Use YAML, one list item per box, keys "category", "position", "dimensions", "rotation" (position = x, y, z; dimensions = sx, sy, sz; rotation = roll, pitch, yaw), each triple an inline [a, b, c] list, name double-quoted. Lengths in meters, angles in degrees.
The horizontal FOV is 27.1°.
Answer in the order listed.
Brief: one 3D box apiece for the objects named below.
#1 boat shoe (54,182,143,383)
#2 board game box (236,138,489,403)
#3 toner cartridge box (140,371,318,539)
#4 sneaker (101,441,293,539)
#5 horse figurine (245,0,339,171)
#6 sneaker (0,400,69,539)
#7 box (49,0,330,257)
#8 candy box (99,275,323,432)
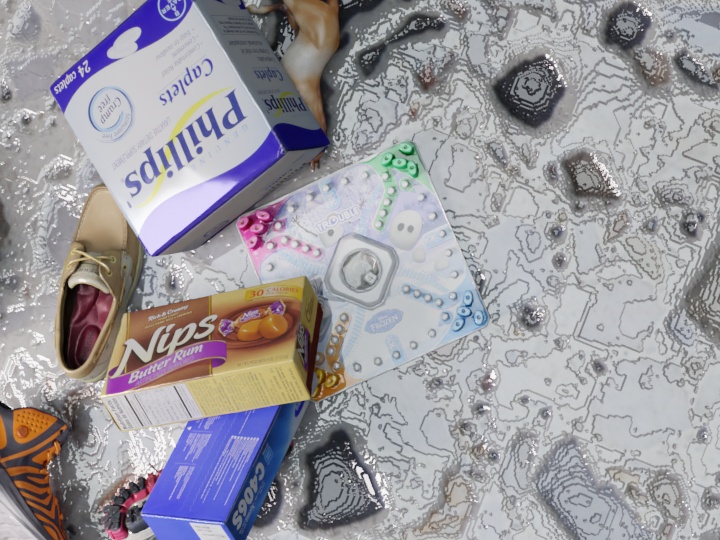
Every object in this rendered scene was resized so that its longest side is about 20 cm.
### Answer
- category: "boat shoe"
  position: [-0.261, 0.011, 1.482]
  dimensions: [0.073, 0.066, 0.203]
  rotation: [5, 87, 7]
- category: "board game box"
  position: [0.000, 0.000, 1.473]
  dimensions: [0.198, 0.026, 0.202]
  rotation: [-24, 84, 5]
- category: "toner cartridge box"
  position: [-0.119, 0.163, 1.398]
  dimensions: [0.094, 0.043, 0.201]
  rotation: [2, 46, 27]
- category: "sneaker"
  position: [-0.153, 0.214, 1.461]
  dimensions: [0.198, 0.081, 0.075]
  rotation: [-31, 120, -6]
- category: "horse figurine"
  position: [-0.070, -0.216, 1.483]
  dimensions: [0.131, 0.050, 0.203]
  rotation: [21, 92, 15]
- category: "sneaker"
  position: [-0.313, 0.211, 1.471]
  dimensions: [0.112, 0.077, 0.201]
  rotation: [-49, 117, -36]
- category: "box"
  position: [-0.164, -0.148, 1.438]
  dimensions: [0.183, 0.105, 0.201]
  rotation: [-35, 84, 22]
- category: "candy box"
  position: [-0.140, 0.080, 1.424]
  dimensions: [0.197, 0.118, 0.057]
  rotation: [-10, 130, 15]
